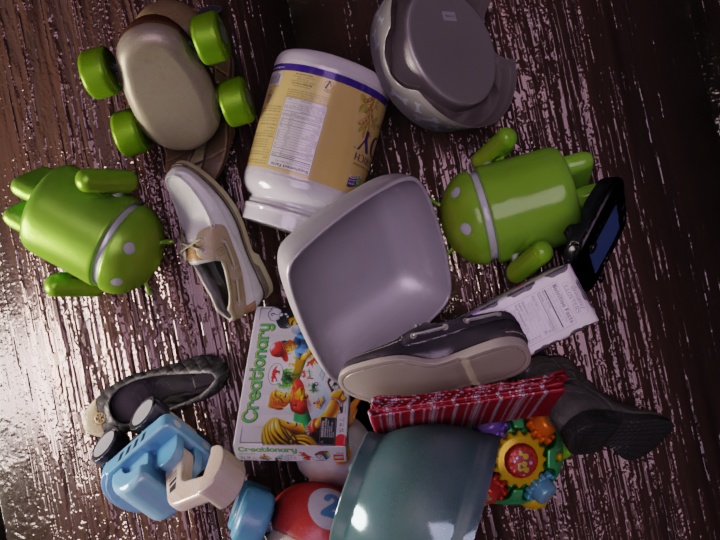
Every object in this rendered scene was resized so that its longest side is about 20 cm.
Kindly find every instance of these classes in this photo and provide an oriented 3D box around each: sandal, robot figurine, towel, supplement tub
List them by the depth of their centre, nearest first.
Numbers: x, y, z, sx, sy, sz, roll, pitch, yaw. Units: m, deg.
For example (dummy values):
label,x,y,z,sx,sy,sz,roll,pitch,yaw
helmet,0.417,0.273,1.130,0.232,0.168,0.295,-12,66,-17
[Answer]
label,x,y,z,sx,sy,sz,roll,pitch,yaw
towel,0.109,0.141,0.844,0.197,0.145,0.023,-8,69,2
robot figurine,0.184,-0.075,0.970,0.197,0.116,0.178,-15,70,5
supplement tub,-0.056,-0.143,0.971,0.143,0.145,0.203,15,90,4
robot figurine,-0.326,-0.050,0.991,0.198,0.116,0.177,28,113,2
sandal,-0.190,-0.185,1.029,0.079,0.054,0.203,2,74,14

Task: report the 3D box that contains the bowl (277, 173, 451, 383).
label,x,y,z,sx,sy,sz,roll,pitch,yaw
bowl,0.000,0.000,0.925,0.199,0.074,0.201,-34,128,-19

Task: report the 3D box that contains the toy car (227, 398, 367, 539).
label,x,y,z,sx,sy,sz,roll,pitch,yaw
toy car,-0.036,0.238,0.958,0.182,0.177,0.202,20,77,-7

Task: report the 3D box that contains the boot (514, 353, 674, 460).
label,x,y,z,sx,sy,sz,roll,pitch,yaw
boot,0.278,0.151,0.971,0.068,0.198,0.131,-56,41,25

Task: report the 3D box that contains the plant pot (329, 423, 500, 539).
label,x,y,z,sx,sy,sz,roll,pitch,yaw
plant pot,0.048,0.241,0.824,0.133,0.200,0.203,18,90,9

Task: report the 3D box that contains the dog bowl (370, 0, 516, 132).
label,x,y,z,sx,sy,sz,roll,pitch,yaw
dog bowl,0.095,-0.256,0.961,0.198,0.058,0.203,11,71,-36

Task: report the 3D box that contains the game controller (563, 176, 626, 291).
label,x,y,z,sx,sy,sz,roll,pitch,yaw
game controller,0.271,-0.038,0.927,0.042,0.200,0.105,37,92,22

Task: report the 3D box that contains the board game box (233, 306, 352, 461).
label,x,y,z,sx,sy,sz,roll,pitch,yaw
board game box,-0.072,0.128,0.960,0.124,0.035,0.202,0,46,3

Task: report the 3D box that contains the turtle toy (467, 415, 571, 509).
label,x,y,z,sx,sy,sz,roll,pitch,yaw
turtle toy,0.155,0.216,0.963,0.197,0.101,0.148,0,88,-5

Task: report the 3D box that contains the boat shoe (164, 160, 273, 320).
label,x,y,z,sx,sy,sz,roll,pitch,yaw
boat shoe,-0.177,-0.032,0.972,0.068,0.074,0.201,-46,116,-36

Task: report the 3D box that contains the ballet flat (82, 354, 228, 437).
label,x,y,z,sx,sy,sz,roll,pitch,yaw
ballet flat,-0.259,0.153,1.019,0.198,0.057,0.067,-23,86,3

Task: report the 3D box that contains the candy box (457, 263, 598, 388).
label,x,y,z,sx,sy,sz,roll,pitch,yaw
candy box,0.156,0.071,0.941,0.198,0.168,0.072,-28,85,3

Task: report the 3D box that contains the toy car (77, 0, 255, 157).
label,x,y,z,sx,sy,sz,roll,pitch,yaw
toy car,-0.223,-0.257,0.983,0.162,0.201,0.159,-14,131,6

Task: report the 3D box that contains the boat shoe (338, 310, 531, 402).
label,x,y,z,sx,sy,sz,roll,pitch,yaw
boat shoe,0.074,0.087,0.845,0.197,0.063,0.073,-12,133,10

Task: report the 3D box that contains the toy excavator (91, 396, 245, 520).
label,x,y,z,sx,sy,sz,roll,pitch,yaw
toy excavator,-0.213,0.232,0.927,0.194,0.201,0.100,-40,119,9
